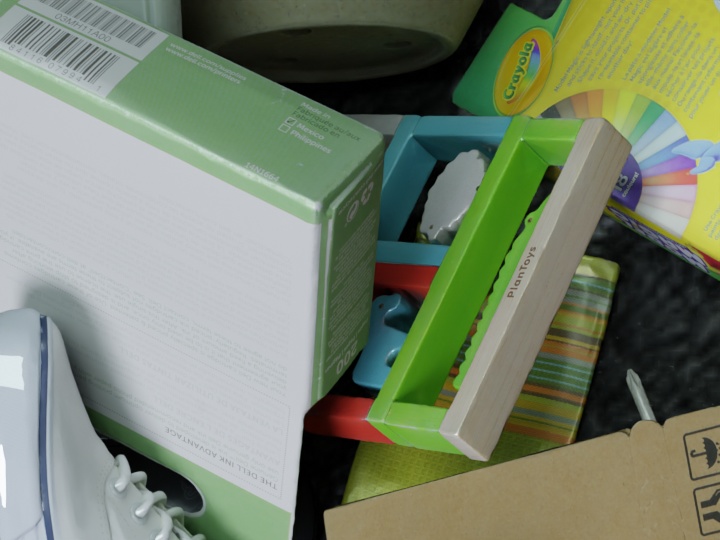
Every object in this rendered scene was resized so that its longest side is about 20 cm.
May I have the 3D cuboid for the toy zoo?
[{"bbox_3d":[0.000,0.000,0.948,0.199,0.020,0.132,4,61,48],"label":"toy zoo"}]

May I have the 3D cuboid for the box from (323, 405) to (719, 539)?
[{"bbox_3d":[0.073,0.158,0.832,0.163,0.021,0.201,-17,71,26],"label":"box"}]

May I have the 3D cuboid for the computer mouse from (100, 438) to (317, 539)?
[{"bbox_3d":[-0.117,0.129,0.970,0.199,0.046,0.141,-3,70,20],"label":"computer mouse"}]

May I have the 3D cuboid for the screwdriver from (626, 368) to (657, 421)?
[{"bbox_3d":[0.129,0.121,0.885,0.028,0.029,0.201,-24,69,11],"label":"screwdriver"}]

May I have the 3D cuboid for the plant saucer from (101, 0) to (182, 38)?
[{"bbox_3d":[-0.120,-0.113,0.938,0.050,0.200,0.201,-10,62,-20],"label":"plant saucer"}]

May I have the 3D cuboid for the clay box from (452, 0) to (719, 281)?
[{"bbox_3d":[0.143,-0.059,0.940,0.200,0.048,0.115,32,87,28],"label":"clay box"}]

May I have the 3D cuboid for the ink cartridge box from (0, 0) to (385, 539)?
[{"bbox_3d":[-0.068,0.009,0.887,0.145,0.201,0.048,26,49,20],"label":"ink cartridge box"}]

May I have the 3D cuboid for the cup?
[{"bbox_3d":[-0.016,-0.152,0.966,0.199,0.200,0.144,-6,81,19],"label":"cup"}]

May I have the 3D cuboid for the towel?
[{"bbox_3d":[0.034,0.082,0.947,0.086,0.018,0.201,10,75,25],"label":"towel"}]

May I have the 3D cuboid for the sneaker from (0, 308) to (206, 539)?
[{"bbox_3d":[-0.088,0.104,0.907,0.070,0.201,0.073,-11,22,-1],"label":"sneaker"}]
